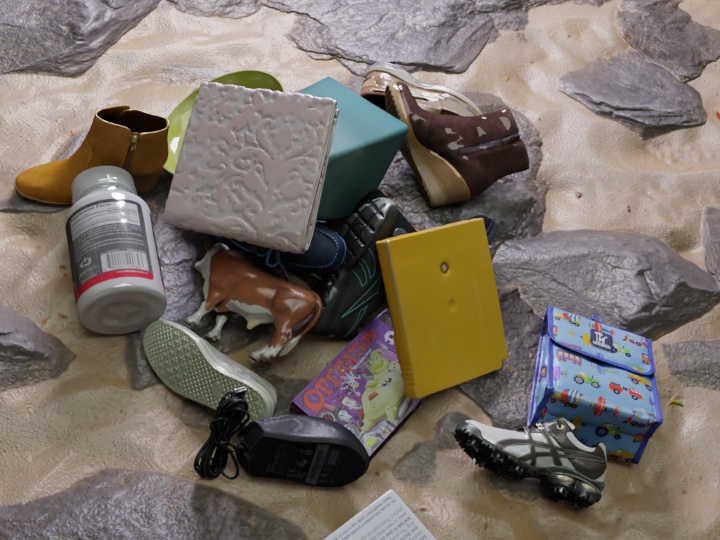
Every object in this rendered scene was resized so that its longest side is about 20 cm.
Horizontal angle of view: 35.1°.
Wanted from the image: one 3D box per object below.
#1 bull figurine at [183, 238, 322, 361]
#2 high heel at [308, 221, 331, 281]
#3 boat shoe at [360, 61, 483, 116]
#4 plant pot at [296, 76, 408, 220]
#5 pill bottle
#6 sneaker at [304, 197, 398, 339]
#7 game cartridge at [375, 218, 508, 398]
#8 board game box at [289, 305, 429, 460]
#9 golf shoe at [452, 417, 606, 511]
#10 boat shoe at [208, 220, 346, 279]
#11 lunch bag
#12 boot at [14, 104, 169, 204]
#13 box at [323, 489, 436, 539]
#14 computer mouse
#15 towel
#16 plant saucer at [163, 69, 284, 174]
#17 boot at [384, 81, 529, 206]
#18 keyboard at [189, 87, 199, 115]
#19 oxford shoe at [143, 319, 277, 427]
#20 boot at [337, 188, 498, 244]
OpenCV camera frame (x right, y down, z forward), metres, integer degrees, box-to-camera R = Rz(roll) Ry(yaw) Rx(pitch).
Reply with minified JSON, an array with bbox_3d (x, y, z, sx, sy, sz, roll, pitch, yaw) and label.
[{"bbox_3d":[-0.147,0.038,1.436,0.199,0.065,0.122,21,72,26],"label":"bull figurine"},{"bbox_3d":[-0.117,-0.034,1.502,0.199,0.072,0.143,-4,50,-26],"label":"high heel"},{"bbox_3d":[0.090,-0.239,1.702,0.199,0.076,0.072,24,61,11],"label":"boat shoe"},{"bbox_3d":[-0.056,-0.152,1.508,0.141,0.142,0.200,34,25,10],"label":"plant pot"},{"bbox_3d":[-0.312,-0.030,1.431,0.110,0.111,0.201,-6,57,-17],"label":"pill bottle"},{"bbox_3d":[0.000,0.000,1.456,0.079,0.200,0.075,23,16,-27],"label":"sneaker"},{"bbox_3d":[0.107,0.045,1.449,0.176,0.032,0.201,-14,96,-39],"label":"game cartridge"},{"bbox_3d":[0.019,0.145,1.443,0.120,0.032,0.200,35,55,16],"label":"board game box"},{"bbox_3d":[0.212,0.217,1.403,0.199,0.078,0.095,26,69,-7],"label":"golf shoe"},{"bbox_3d":[-0.119,-0.038,1.426,0.199,0.069,0.085,10,85,17],"label":"boat shoe"},{"bbox_3d":[0.308,0.135,1.496,0.150,0.094,0.200,16,42,-1],"label":"lunch bag"},{"bbox_3d":[-0.352,-0.157,1.488,0.200,0.144,0.071,-4,56,-16],"label":"boot"},{"bbox_3d":[0.023,0.378,1.234,0.184,0.105,0.200,-31,67,-30],"label":"box"},{"bbox_3d":[-0.085,0.199,1.335,0.199,0.139,0.053,14,36,-14],"label":"computer mouse"},{"bbox_3d":[-0.133,-0.129,1.393,0.199,0.032,0.192,12,84,23],"label":"towel"},{"bbox_3d":[-0.188,-0.196,1.569,0.199,0.031,0.201,-14,48,16],"label":"plant saucer"},{"bbox_3d":[0.138,-0.204,1.650,0.166,0.072,0.201,-25,92,-12],"label":"boot"},{"bbox_3d":[-0.193,-0.190,1.615,0.104,0.040,0.201,4,56,-10],"label":"keyboard"},{"bbox_3d":[-0.183,0.127,1.392,0.200,0.075,0.058,30,13,18],"label":"oxford shoe"},{"bbox_3d":[0.076,-0.053,1.536,0.168,0.076,0.200,46,62,-5],"label":"boot"}]
